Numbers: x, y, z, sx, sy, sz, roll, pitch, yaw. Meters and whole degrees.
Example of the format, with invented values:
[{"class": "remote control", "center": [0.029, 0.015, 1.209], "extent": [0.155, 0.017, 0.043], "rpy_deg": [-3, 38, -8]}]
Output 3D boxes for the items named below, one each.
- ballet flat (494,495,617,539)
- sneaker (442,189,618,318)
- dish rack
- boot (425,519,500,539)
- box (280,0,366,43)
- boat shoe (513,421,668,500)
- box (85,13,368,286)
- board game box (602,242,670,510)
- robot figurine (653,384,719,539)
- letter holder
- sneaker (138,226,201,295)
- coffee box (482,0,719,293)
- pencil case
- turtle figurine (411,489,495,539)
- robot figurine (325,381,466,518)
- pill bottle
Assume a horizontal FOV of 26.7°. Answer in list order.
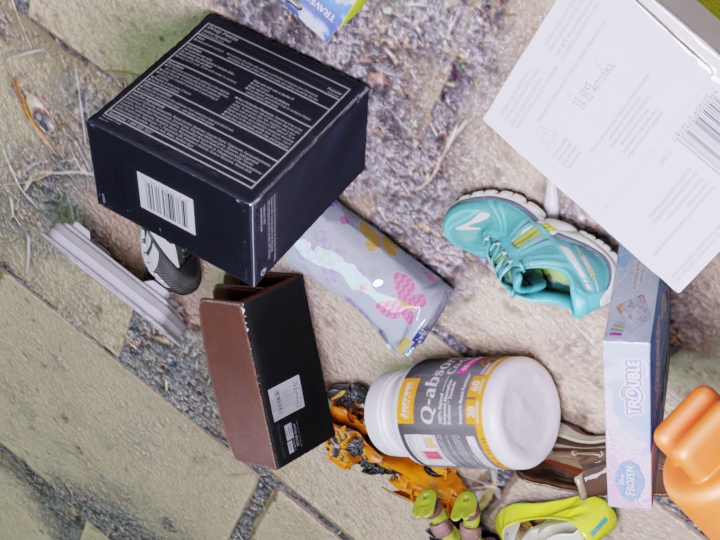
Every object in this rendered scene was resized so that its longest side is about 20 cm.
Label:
[{"class": "ballet flat", "center": [0.204, 0.294, 1.695], "extent": [0.067, 0.067, 0.200], "rpy_deg": [49, 144, -11]}, {"class": "sneaker", "center": [0.152, -0.016, 1.422], "extent": [0.199, 0.080, 0.078], "rpy_deg": [25, 140, 36]}, {"class": "dish rack", "center": [-0.295, 0.010, 1.862], "extent": [0.199, 0.044, 0.172], "rpy_deg": [36, 173, 9]}, {"class": "boot", "center": [0.148, 0.391, 1.848], "extent": [0.198, 0.073, 0.163], "rpy_deg": [36, 137, 7]}, {"class": "box", "center": [-0.024, -0.306, 1.331], "extent": [0.122, 0.048, 0.200], "rpy_deg": [42, 144, 2]}, {"class": "boat shoe", "center": [0.248, 0.211, 1.565], "extent": [0.201, 0.075, 0.075], "rpy_deg": [4, 129, 41]}, {"class": "box", "center": [-0.125, -0.121, 1.482], "extent": [0.199, 0.199, 0.124], "rpy_deg": [28, 144, 20]}, {"class": "board game box", "center": [0.244, 0.067, 1.321], "extent": [0.043, 0.200, 0.201], "rpy_deg": [4, 132, 15]}, {"class": "robot figurine", "center": [0.333, 0.184, 1.266], "extent": [0.200, 0.117, 0.143], "rpy_deg": [44, 142, -18]}, {"class": "letter holder", "center": [-0.129, 0.111, 1.756], "extent": [0.141, 0.100, 0.202], "rpy_deg": [4, 111, 43]}, {"class": "sneaker", "center": [-0.212, -0.049, 1.748], "extent": [0.090, 0.066, 0.201], "rpy_deg": [14, 133, 37]}, {"class": "coffee box", "center": [0.246, -0.152, 1.102], "extent": [0.200, 0.198, 0.200], "rpy_deg": [41, 145, 6]}, {"class": "pencil case", "center": [0.000, 0.000, 1.581], "extent": [0.200, 0.083, 0.091], "rpy_deg": [39, 122, 7]}, {"class": "turtle figurine", "center": [0.130, 0.321, 1.721], "extent": [0.199, 0.064, 0.162], "rpy_deg": [11, 134, 42]}, {"class": "robot figurine", "center": [0.033, 0.210, 1.780], "extent": [0.199, 0.058, 0.146], "rpy_deg": [20, 136, 28]}, {"class": "pill bottle", "center": [0.104, 0.151, 1.607], "extent": [0.199, 0.116, 0.117], "rpy_deg": [-6, 122, 46]}]
